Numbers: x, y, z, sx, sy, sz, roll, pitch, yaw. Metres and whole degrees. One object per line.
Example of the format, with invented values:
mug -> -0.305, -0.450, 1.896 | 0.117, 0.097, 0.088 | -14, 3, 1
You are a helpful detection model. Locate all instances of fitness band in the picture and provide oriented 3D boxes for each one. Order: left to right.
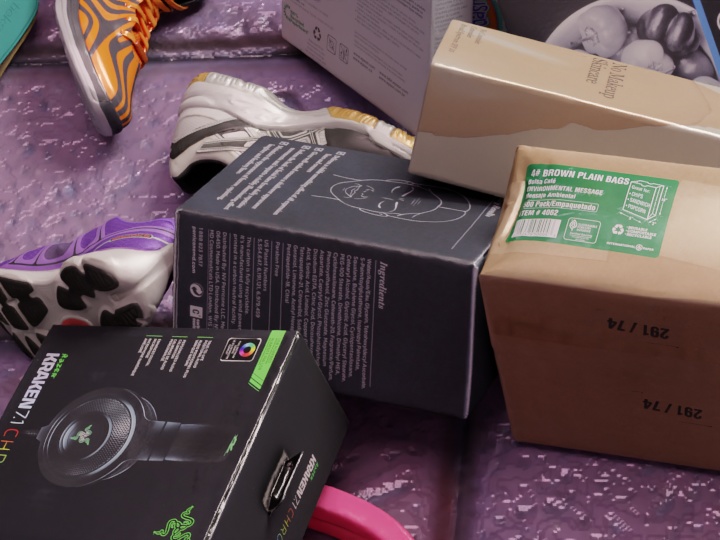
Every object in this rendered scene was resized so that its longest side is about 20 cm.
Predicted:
fitness band -> -0.049, 0.196, 1.529 | 0.199, 0.038, 0.144 | 16, 58, 23

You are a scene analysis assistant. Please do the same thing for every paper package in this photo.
paper package -> 0.186, 0.027, 1.516 | 0.198, 0.191, 0.104 | 7, 54, 17

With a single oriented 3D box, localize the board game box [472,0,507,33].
board game box -> 0.073, -0.239, 1.761 | 0.045, 0.153, 0.201 | -1, 51, -7

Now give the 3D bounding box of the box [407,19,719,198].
box -> 0.138, -0.085, 1.574 | 0.198, 0.078, 0.095 | 14, 25, 4

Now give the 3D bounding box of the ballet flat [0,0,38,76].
ballet flat -> -0.300, -0.136, 1.823 | 0.063, 0.069, 0.201 | -4, 44, 44

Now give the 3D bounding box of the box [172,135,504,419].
box -> 0.000, 0.000, 1.589 | 0.198, 0.108, 0.148 | 10, 24, 18

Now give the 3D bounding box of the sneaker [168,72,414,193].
sneaker -> -0.038, -0.067, 1.717 | 0.199, 0.076, 0.088 | 15, 76, 21

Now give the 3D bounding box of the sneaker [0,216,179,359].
sneaker -> -0.176, 0.008, 1.635 | 0.199, 0.081, 0.083 | -8, 30, 49

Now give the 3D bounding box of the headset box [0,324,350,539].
headset box -> -0.121, 0.128, 1.516 | 0.199, 0.093, 0.175 | 1, 48, 29

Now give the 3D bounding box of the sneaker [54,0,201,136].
sneaker -> -0.161, -0.188, 1.815 | 0.111, 0.078, 0.201 | -15, 52, 0

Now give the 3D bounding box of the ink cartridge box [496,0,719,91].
ink cartridge box -> 0.181, -0.200, 1.600 | 0.197, 0.201, 0.043 | -18, 10, 19

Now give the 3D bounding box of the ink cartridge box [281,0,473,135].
ink cartridge box -> 0.010, -0.215, 1.704 | 0.043, 0.201, 0.196 | -15, 35, -28
